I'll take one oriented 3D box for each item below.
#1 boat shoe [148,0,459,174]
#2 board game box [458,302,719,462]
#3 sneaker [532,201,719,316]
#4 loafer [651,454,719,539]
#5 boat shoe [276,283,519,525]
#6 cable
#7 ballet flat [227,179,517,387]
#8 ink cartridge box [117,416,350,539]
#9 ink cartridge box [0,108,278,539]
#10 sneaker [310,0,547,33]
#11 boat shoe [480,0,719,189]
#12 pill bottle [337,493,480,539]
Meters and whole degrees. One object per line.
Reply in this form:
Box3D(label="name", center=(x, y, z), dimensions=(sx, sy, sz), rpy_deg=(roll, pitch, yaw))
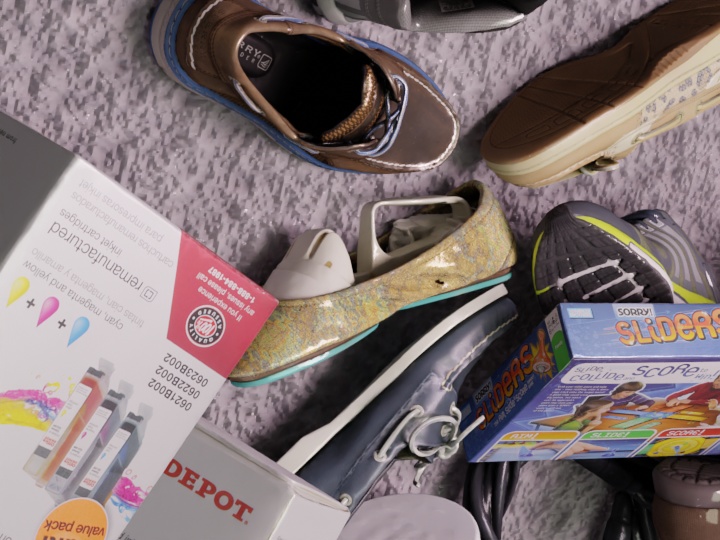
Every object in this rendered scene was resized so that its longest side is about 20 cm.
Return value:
Box3D(label="boat shoe", center=(-0.015, -0.086, 1.159), dimensions=(0.200, 0.072, 0.072), rpy_deg=(16, 99, -41))
Box3D(label="board game box", center=(0.172, 0.064, 1.293), dimensions=(0.199, 0.035, 0.135), rpy_deg=(1, 151, -26))
Box3D(label="sneaker", center=(0.153, 0.000, 1.312), dimensions=(0.074, 0.081, 0.200), rpy_deg=(-23, 150, 21))
Box3D(label="loafer", center=(0.216, 0.147, 1.403), dimensions=(0.200, 0.073, 0.071), rpy_deg=(-4, 103, -66))
Box3D(label="boat shoe", center=(0.020, 0.088, 1.249), dimensions=(0.200, 0.062, 0.075), rpy_deg=(-42, 171, -15))
Box3D(label="cable", center=(0.127, 0.157, 1.391), dimensions=(0.163, 0.051, 0.201), rpy_deg=(-30, 124, -25))
Box3D(label="ballet flat", center=(0.000, 0.000, 1.217), dimensions=(0.200, 0.071, 0.071), rpy_deg=(-22, 121, -32))
Box3D(label="ink cartridge box", center=(-0.119, 0.164, 1.128), dimensions=(0.200, 0.146, 0.083), rpy_deg=(-60, 156, 0))
Box3D(label="ink cartridge box", center=(-0.172, 0.042, 1.043), dimensions=(0.145, 0.145, 0.200), rpy_deg=(37, 85, -42))
Box3D(label="sneaker", center=(0.079, -0.169, 1.169), dimensions=(0.200, 0.115, 0.075), rpy_deg=(-33, 126, -23))
Box3D(label="boat shoe", center=(0.154, -0.092, 1.290), dimensions=(0.200, 0.073, 0.063), rpy_deg=(-31, 122, -25))
Box3D(label="pill bottle", center=(0.032, 0.236, 1.310), dimensions=(0.109, 0.109, 0.201), rpy_deg=(-24, 122, -29))
